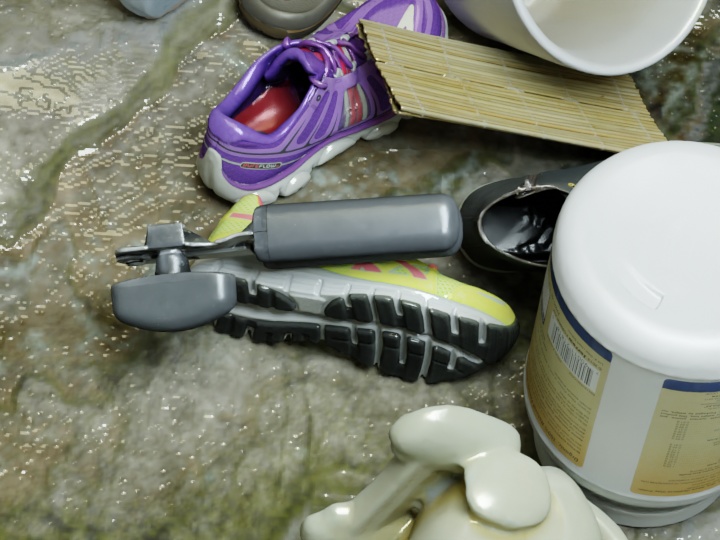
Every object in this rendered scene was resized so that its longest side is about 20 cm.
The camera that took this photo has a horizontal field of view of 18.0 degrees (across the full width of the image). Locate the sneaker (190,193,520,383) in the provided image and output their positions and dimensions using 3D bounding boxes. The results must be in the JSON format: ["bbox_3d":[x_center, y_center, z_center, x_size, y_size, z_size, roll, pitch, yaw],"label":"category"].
[{"bbox_3d":[0.000,0.000,1.329,0.199,0.078,0.091,15,54,6],"label":"sneaker"}]

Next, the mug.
[{"bbox_3d":[0.134,-0.209,1.422,0.186,0.153,0.150,-34,109,-18],"label":"mug"}]

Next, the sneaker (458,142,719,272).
[{"bbox_3d":[0.158,-0.030,1.332,0.199,0.106,0.075,-11,93,-3],"label":"sneaker"}]

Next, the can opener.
[{"bbox_3d":[-0.041,-0.002,1.273,0.199,0.053,0.067,-4,83,6],"label":"can opener"}]

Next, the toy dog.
[{"bbox_3d":[0.071,0.201,1.183,0.193,0.139,0.201,18,45,-37],"label":"toy dog"}]

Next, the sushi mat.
[{"bbox_3d":[0.096,-0.109,1.392,0.199,0.012,0.096,9,38,-25],"label":"sushi mat"}]

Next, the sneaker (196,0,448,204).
[{"bbox_3d":[-0.017,-0.118,1.402,0.081,0.084,0.200,38,61,19],"label":"sneaker"}]

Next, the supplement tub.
[{"bbox_3d":[0.165,0.040,1.238,0.143,0.200,0.145,2,56,-3],"label":"supplement tub"}]

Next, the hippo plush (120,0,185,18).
[{"bbox_3d":[-0.147,-0.262,1.432,0.199,0.159,0.161,-27,74,-30],"label":"hippo plush"}]

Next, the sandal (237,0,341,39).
[{"bbox_3d":[-0.018,-0.238,1.498,0.081,0.055,0.200,28,59,14],"label":"sandal"}]
